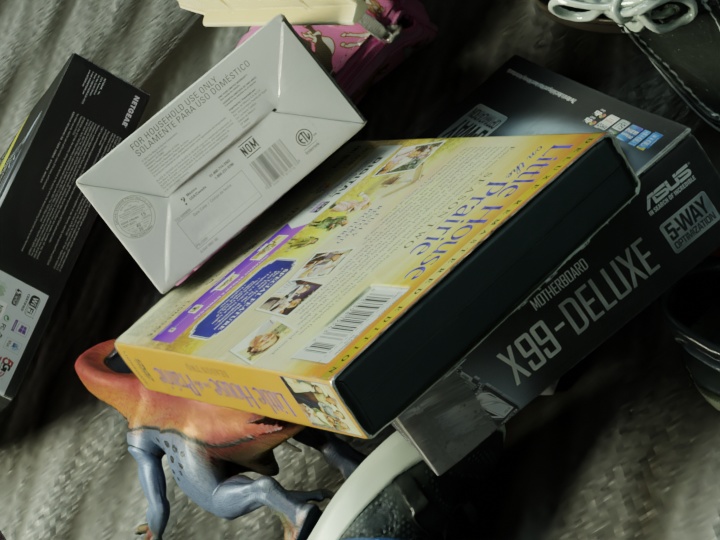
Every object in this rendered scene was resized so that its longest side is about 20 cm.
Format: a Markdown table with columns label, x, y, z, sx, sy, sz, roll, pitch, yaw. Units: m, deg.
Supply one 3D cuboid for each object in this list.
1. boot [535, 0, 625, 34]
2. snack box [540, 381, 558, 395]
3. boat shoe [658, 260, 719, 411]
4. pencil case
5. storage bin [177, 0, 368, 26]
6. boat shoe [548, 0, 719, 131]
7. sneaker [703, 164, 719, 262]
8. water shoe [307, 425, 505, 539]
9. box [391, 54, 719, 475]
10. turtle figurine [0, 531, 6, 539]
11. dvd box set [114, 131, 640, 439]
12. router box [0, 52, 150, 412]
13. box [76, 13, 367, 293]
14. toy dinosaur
| label | x | y | z | sx | sy | sz | roll | pitch | yaw |
| --- | --- | --- | --- | --- | --- | --- | --- | --- | --- |
| boot | 0.129 | -0.183 | 0.951 | 0.199 | 0.151 | 0.074 | 2 | 57 | 47 |
| snack box | 0.019 | 0.025 | 0.973 | 0.199 | 0.024 | 0.072 | -5 | 51 | 44 |
| boat shoe | 0.188 | 0.026 | 0.756 | 0.199 | 0.066 | 0.075 | 16 | 68 | 52 |
| pencil case | -0.049 | -0.080 | 1.102 | 0.200 | 0.083 | 0.087 | -49 | -9 | -3 |
| storage bin | -0.016 | -0.216 | 0.942 | 0.201 | 0.094 | 0.198 | -54 | 25 | -12 |
| boat shoe | 0.117 | -0.130 | 0.866 | 0.073 | 0.200 | 0.068 | -8 | 30 | 44 |
| sneaker | 0.194 | -0.087 | 0.835 | 0.201 | 0.098 | 0.071 | -49 | 37 | -1 |
| water shoe | 0.006 | 0.145 | 0.850 | 0.079 | 0.072 | 0.200 | 38 | 85 | 28 |
| box | 0.051 | -0.010 | 0.877 | 0.157 | 0.050 | 0.200 | -38 | 20 | -3 |
| turtle figurine | -0.172 | 0.183 | 0.955 | 0.199 | 0.101 | 0.151 | -8 | 64 | 32 |
| dvd box set | 0.000 | 0.000 | 0.813 | 0.146 | 0.030 | 0.200 | -42 | 20 | -21 |
| router box | -0.197 | 0.000 | 1.153 | 0.157 | 0.052 | 0.201 | -38 | 27 | 58 |
| box | -0.065 | -0.051 | 0.957 | 0.116 | 0.060 | 0.200 | -40 | 4 | -1 |
| toy dinosaur | -0.065 | 0.056 | 0.929 | 0.181 | 0.201 | 0.105 | 32 | 57 | 29 |
